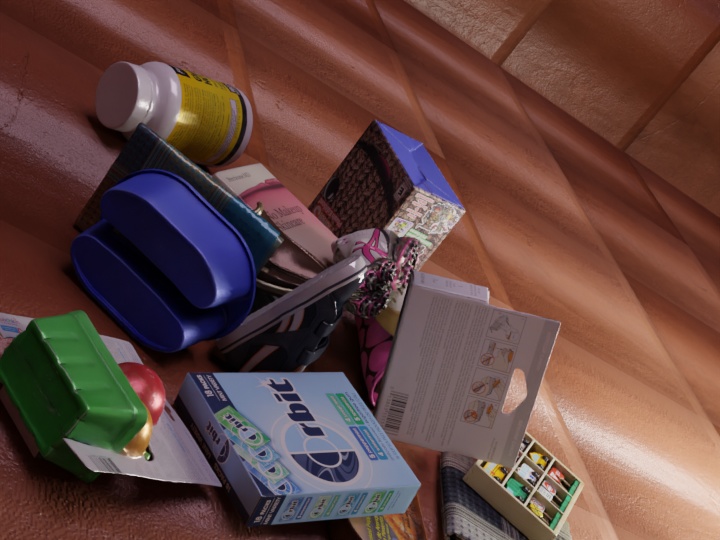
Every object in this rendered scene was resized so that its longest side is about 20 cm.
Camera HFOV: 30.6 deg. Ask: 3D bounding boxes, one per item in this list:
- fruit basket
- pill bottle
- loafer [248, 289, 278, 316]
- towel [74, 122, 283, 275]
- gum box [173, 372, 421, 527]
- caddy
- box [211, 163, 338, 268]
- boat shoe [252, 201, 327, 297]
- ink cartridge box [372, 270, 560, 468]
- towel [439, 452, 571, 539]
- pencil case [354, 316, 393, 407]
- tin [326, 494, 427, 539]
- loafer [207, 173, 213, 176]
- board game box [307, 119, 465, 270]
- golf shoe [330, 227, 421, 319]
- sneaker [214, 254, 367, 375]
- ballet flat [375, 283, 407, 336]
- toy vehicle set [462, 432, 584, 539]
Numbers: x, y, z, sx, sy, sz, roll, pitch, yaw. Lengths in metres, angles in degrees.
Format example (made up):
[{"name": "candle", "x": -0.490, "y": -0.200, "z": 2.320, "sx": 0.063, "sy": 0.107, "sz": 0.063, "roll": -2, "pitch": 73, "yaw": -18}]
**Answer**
[{"name": "fruit basket", "x": -0.226, "y": 0.120, "z": 1.170, "sx": 0.186, "sy": 0.094, "sz": 0.200, "roll": 51, "pitch": 8, "yaw": 26}, {"name": "pill bottle", "x": -0.243, "y": -0.206, "z": 1.716, "sx": 0.199, "sy": 0.113, "sz": 0.113, "roll": 11, "pitch": 35, "yaw": -51}, {"name": "loafer", "x": -0.146, "y": 0.017, "z": 1.502, "sx": 0.199, "sy": 0.072, "sz": 0.063, "roll": 40, "pitch": 17, "yaw": 7}, {"name": "towel", "x": -0.197, "y": -0.043, "z": 1.424, "sx": 0.199, "sy": 0.147, "sz": 0.022, "roll": 39, "pitch": 19, "yaw": 1}, {"name": "gum box", "x": -0.062, "y": 0.171, "z": 1.303, "sx": 0.198, "sy": 0.045, "sz": 0.170, "roll": 4, "pitch": 36, "yaw": -39}, {"name": "caddy", "x": -0.200, "y": -0.011, "z": 1.365, "sx": 0.200, "sy": 0.142, "sz": 0.105, "roll": 43, "pitch": 24, "yaw": 7}, {"name": "box", "x": -0.108, "y": -0.019, "z": 1.578, "sx": 0.200, "sy": 0.109, "sz": 0.128, "roll": 44, "pitch": 22, "yaw": 9}, {"name": "boat shoe", "x": -0.121, "y": -0.037, "z": 1.450, "sx": 0.200, "sy": 0.075, "sz": 0.075, "roll": 24, "pitch": 37, "yaw": -1}, {"name": "ink cartridge box", "x": 0.117, "y": 0.114, "z": 1.496, "sx": 0.171, "sy": 0.202, "sz": 0.044, "roll": 13, "pitch": 24, "yaw": -3}, {"name": "towel", "x": 0.171, "y": 0.306, "z": 1.525, "sx": 0.199, "sy": 0.035, "sz": 0.193, "roll": 33, "pitch": 19, "yaw": -11}, {"name": "pencil case", "x": 0.042, "y": 0.088, "z": 1.636, "sx": 0.091, "sy": 0.093, "sz": 0.201, "roll": 41, "pitch": 20, "yaw": -29}, {"name": "tin", "x": 0.011, "y": 0.242, "z": 1.361, "sx": 0.112, "sy": 0.042, "sz": 0.201, "roll": 35, "pitch": 22, "yaw": -24}, {"name": "loafer", "x": -0.225, "y": -0.090, "z": 1.585, "sx": 0.063, "sy": 0.072, "sz": 0.200, "roll": 36, "pitch": 23, "yaw": 12}, {"name": "board game box", "x": 0.021, "y": -0.067, "z": 1.761, "sx": 0.096, "sy": 0.201, "sz": 0.160, "roll": 21, "pitch": 27, "yaw": -37}, {"name": "golf shoe", "x": 0.000, "y": 0.000, "z": 1.498, "sx": 0.091, "sy": 0.073, "sz": 0.200, "roll": 19, "pitch": 18, "yaw": 13}, {"name": "sneaker", "x": -0.059, "y": 0.058, "z": 1.392, "sx": 0.080, "sy": 0.199, "sz": 0.078, "roll": 57, "pitch": 29, "yaw": -4}, {"name": "ballet flat", "x": 0.035, "y": 0.024, "z": 1.600, "sx": 0.068, "sy": 0.064, "sz": 0.200, "roll": -16, "pitch": 39, "yaw": -28}, {"name": "toy vehicle set", "x": 0.201, "y": 0.256, "z": 1.599, "sx": 0.124, "sy": 0.027, "sz": 0.200, "roll": 41, "pitch": 19, "yaw": 9}]
